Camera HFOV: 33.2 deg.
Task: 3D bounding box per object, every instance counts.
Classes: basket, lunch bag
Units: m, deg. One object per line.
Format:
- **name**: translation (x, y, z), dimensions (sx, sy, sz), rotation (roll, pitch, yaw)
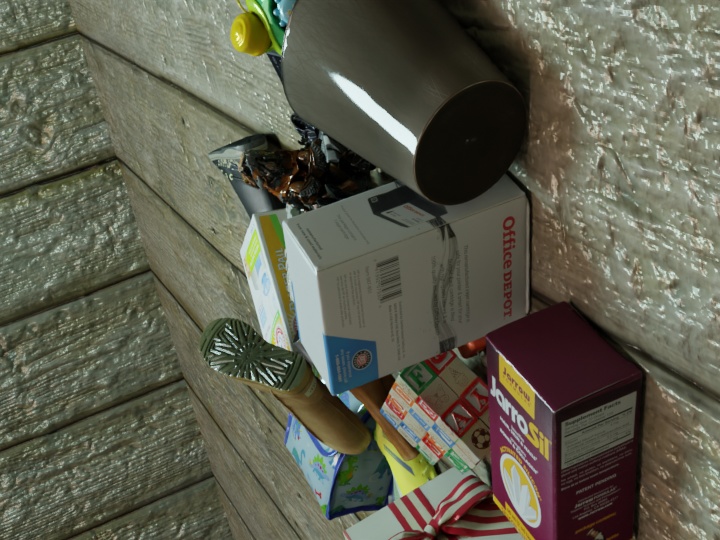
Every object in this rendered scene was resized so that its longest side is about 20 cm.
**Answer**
- **basket**: translation (0.038, -0.153, 1.017), dimensions (0.200, 0.134, 0.182), rotation (48, 134, 41)
- **lunch bag**: translation (-0.023, 0.208, 1.649), dimensions (0.170, 0.126, 0.202), rotation (52, 138, 47)

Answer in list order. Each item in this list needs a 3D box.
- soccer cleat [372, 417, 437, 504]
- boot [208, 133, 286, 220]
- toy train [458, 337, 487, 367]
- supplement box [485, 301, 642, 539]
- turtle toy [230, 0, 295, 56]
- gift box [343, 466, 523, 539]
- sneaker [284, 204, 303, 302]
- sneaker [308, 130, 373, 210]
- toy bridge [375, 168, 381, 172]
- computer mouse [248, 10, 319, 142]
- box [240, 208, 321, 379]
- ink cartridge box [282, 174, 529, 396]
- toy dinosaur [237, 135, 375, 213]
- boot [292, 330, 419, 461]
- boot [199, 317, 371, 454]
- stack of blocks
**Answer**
- **soccer cleat**: translation (0.068, 0.244, 1.524), dimensions (0.083, 0.064, 0.203), rotation (2, 110, 40)
- **boot**: translation (-0.157, -0.116, 1.768), dimensions (0.156, 0.073, 0.203), rotation (69, 165, -8)
- **toy train**: translation (0.072, 0.054, 1.272), dimensions (0.152, 0.055, 0.200), rotation (66, 163, 12)
- **supplement box**: translation (0.170, 0.145, 1.019), dimensions (0.110, 0.085, 0.202), rotation (50, 154, 49)
- **turtle toy**: translation (-0.049, -0.287, 1.153), dimensions (0.101, 0.144, 0.203), rotation (-22, 71, 51)
- **gift box**: translation (0.110, 0.334, 1.282), dimensions (0.200, 0.183, 0.189), rotation (36, 152, 55)
- **sneaker**: translation (-0.044, -0.049, 1.349), dimensions (0.077, 0.079, 0.202), rotation (107, 168, -53)
- **sneaker**: translation (-0.018, -0.087, 1.302), dimensions (0.082, 0.072, 0.203), rotation (98, 180, -74)
- **toy bridge**: translation (0.014, -0.170, 1.179), dimensions (0.027, 0.068, 0.201), rotation (18, 143, 13)
- **computer mouse**: translation (-0.065, -0.234, 1.393), dimensions (0.138, 0.052, 0.202), rotation (37, 156, 58)
- **box**: translation (-0.078, 0.032, 1.568), dimensions (0.113, 0.100, 0.202), rotation (121, 136, -60)
- **ink cartridge box**: translation (0.043, 0.001, 1.057), dimensions (0.084, 0.198, 0.147), rotation (-127, 23, -46)
- **toy dinosaur**: translation (-0.018, -0.087, 1.199), dimensions (0.136, 0.197, 0.104), rotation (150, 116, -69)
- **boot**: translation (0.020, 0.109, 1.447), dimensions (0.200, 0.068, 0.189), rotation (46, -162, -10)
- **boot**: translation (-0.092, 0.148, 1.481), dimensions (0.174, 0.067, 0.200), rotation (26, 165, 33)
- **stack of blocks**: translation (0.088, 0.151, 1.263), dimensions (0.115, 0.059, 0.200), rotation (45, 165, 8)
